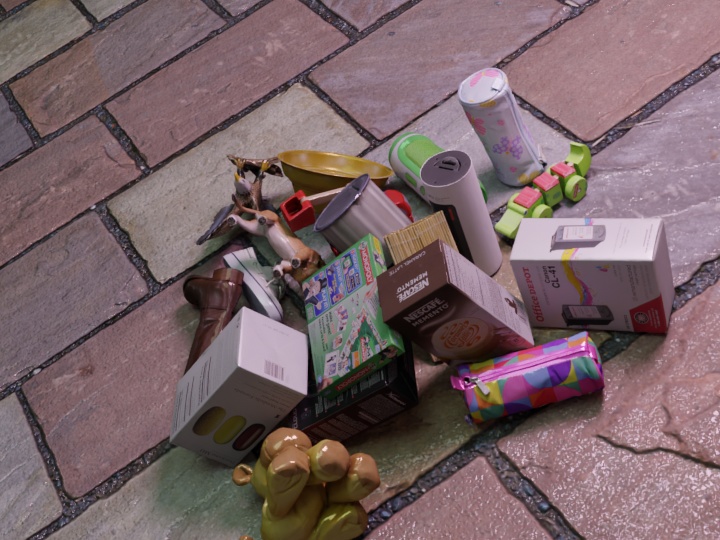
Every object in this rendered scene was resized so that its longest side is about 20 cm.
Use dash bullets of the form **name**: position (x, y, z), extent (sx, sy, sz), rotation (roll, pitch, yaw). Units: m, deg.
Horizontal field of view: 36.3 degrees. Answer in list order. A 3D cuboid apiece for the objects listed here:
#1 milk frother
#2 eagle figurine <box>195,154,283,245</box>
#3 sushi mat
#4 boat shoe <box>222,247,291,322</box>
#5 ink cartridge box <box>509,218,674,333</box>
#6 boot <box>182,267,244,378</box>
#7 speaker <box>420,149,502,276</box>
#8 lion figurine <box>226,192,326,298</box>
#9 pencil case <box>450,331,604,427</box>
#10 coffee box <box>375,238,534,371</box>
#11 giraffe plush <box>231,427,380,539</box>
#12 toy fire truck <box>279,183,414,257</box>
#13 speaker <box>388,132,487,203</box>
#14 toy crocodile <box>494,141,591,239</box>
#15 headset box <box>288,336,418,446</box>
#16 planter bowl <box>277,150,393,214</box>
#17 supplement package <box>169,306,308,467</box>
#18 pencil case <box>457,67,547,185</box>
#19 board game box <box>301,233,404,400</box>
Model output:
- **milk frother**: position (0.000, 0.000, 1.640), extent (0.180, 0.188, 0.201), rotation (-30, 22, 50)
- **eagle figurine**: position (-0.195, -0.109, 1.886), extent (0.151, 0.150, 0.202), rotation (-23, 54, 38)
- **sushi mat**: position (0.111, 0.024, 1.584), extent (0.095, 0.202, 0.012), rotation (-22, 6, 0)
- **boat shoe**: position (-0.152, 0.018, 1.791), extent (0.085, 0.075, 0.202), rotation (-26, 34, -14)
- **ink cartridge box**: position (0.321, 0.007, 1.513), extent (0.198, 0.148, 0.086), rotation (0, 46, 27)
- **boot**: position (-0.257, 0.107, 1.754), extent (0.186, 0.064, 0.202), rotation (-23, 53, 58)
- **speaker**: position (0.152, -0.081, 1.639), extent (0.080, 0.201, 0.082), rotation (-13, 42, 12)
- **lion figurine**: position (-0.124, -0.044, 1.733), extent (0.072, 0.201, 0.122), rotation (-35, -4, 19)
- **pencil case**: position (0.225, 0.145, 1.470), extent (0.198, 0.089, 0.089), rotation (-17, 43, 8)
- **coffee box**: position (0.128, 0.056, 1.475), extent (0.114, 0.199, 0.080), rotation (-33, 44, 27)
- **giraffe plush**: position (-0.086, 0.281, 1.457), extent (0.201, 0.171, 0.162), rotation (-58, 29, 15)
- **toy fire truck**: position (-0.017, -0.090, 1.767), extent (0.198, 0.142, 0.049), rotation (-27, 42, -7)
- **speaker**: position (0.125, -0.154, 1.812), extent (0.088, 0.089, 0.200), rotation (-34, 43, -9)
- **toy crocodile**: position (0.289, -0.123, 1.719), extent (0.199, 0.062, 0.067), rotation (-39, 44, -14)
- **headset box**: position (-0.023, 0.152, 1.537), extent (0.199, 0.075, 0.150), rotation (-31, 44, 27)
- **planter bowl**: position (-0.047, -0.141, 1.853), extent (0.198, 0.084, 0.201), rotation (8, 15, -2)
- **supplement package**: position (-0.171, 0.168, 1.545), extent (0.200, 0.113, 0.110), rotation (-47, 29, 35)
- **pencil case**: position (0.227, -0.226, 1.753), extent (0.083, 0.201, 0.090), rotation (-47, 39, -14)
- **board game box**: position (-0.014, 0.061, 1.509), extent (0.134, 0.029, 0.201), rotation (-34, 43, 24)
